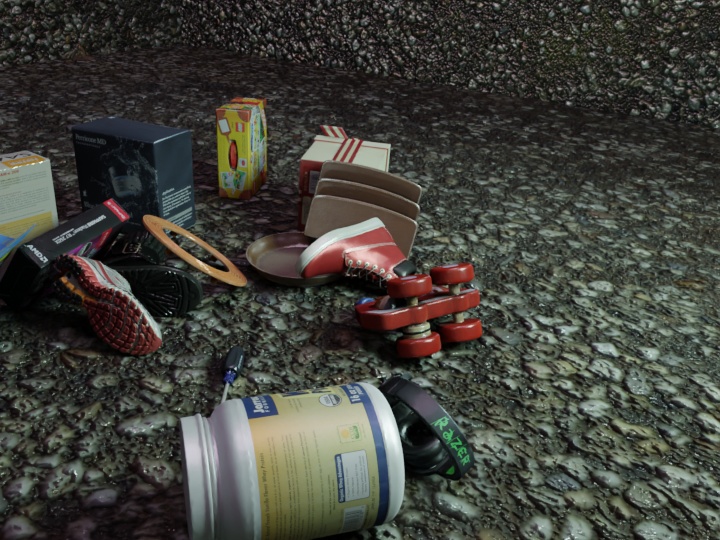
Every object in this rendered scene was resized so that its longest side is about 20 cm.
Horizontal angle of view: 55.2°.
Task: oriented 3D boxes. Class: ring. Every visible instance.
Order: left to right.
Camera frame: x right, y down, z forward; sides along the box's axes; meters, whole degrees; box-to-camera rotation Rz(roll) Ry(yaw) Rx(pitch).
[{"bbox_3d":[-0.277,-0.028,1.146,0.200,0.019,0.200,35,4,-3],"label":"ring"}]

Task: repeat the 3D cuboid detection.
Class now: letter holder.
[{"bbox_3d":[0.009,-0.116,1.282,0.199,0.143,0.101,15,15,-4],"label":"letter holder"}]

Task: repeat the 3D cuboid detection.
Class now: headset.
[{"bbox_3d":[0.064,0.164,0.786,0.094,0.124,0.200,-39,17,-21],"label":"headset"}]

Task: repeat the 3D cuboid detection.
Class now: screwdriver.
[{"bbox_3d":[-0.172,0.151,0.875,0.028,0.029,0.200,3,20,-2],"label":"screwdriver"}]

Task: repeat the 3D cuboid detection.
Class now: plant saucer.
[{"bbox_3d":[-0.106,-0.018,1.246,0.200,0.032,0.200,3,25,-2],"label":"plant saucer"}]

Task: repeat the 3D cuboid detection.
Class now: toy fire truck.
[{"bbox_3d":[0.079,0.057,1.053,0.200,0.113,0.168,-13,6,-33],"label":"toy fire truck"}]

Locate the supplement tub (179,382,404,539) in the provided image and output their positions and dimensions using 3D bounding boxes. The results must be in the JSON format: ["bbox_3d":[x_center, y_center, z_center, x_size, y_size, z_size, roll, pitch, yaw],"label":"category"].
[{"bbox_3d":[-0.071,0.192,0.677,0.199,0.145,0.144,-5,27,-18],"label":"supplement tub"}]

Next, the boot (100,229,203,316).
[{"bbox_3d":[-0.336,-0.002,1.123,0.210,0.080,0.158,7,26,8],"label":"boot"}]

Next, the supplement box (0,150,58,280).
[{"bbox_3d":[-0.565,-0.080,1.112,0.073,0.201,0.126,20,29,31],"label":"supplement box"}]

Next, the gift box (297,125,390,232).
[{"bbox_3d":[-0.044,-0.186,1.432,0.199,0.185,0.187,13,28,5],"label":"gift box"}]

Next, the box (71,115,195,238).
[{"bbox_3d":[-0.439,-0.182,1.346,0.196,0.201,0.117,13,27,19],"label":"box"}]

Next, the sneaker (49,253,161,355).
[{"bbox_3d":[-0.353,0.042,0.995,0.200,0.078,0.082,41,16,17],"label":"sneaker"}]

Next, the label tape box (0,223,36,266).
[{"bbox_3d":[-0.553,0.008,0.942,0.063,0.200,0.144,40,20,-16],"label":"label tape box"}]

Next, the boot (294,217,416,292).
[{"bbox_3d":[0.000,0.000,1.152,0.200,0.072,0.144,-24,69,-37],"label":"boot"}]

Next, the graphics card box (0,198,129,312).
[{"bbox_3d":[-0.467,-0.027,1.090,0.051,0.125,0.200,46,34,-2],"label":"graphics card box"}]

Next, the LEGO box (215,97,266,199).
[{"bbox_3d":[-0.271,-0.284,1.583,0.077,0.201,0.149,6,26,6],"label":"LEGO box"}]
